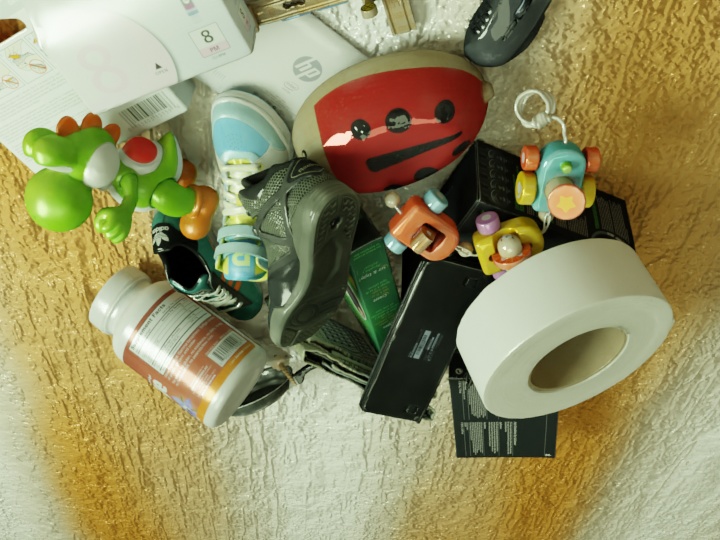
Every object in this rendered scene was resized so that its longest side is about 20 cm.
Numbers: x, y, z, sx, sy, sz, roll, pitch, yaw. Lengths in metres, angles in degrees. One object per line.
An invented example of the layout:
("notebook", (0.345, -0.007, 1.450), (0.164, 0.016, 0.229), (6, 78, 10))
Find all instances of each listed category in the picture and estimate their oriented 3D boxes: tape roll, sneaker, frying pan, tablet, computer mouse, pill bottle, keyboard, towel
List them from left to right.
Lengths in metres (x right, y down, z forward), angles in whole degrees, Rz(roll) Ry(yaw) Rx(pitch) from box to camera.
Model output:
("pill bottle", (-0.218, 0.085, 0.995), (0.199, 0.112, 0.113), (35, 138, 9))
("sneaker", (-0.180, 0.008, 0.968), (0.071, 0.081, 0.200), (-15, 136, 21))
("sneaker", (-0.111, -0.067, 0.831), (0.079, 0.132, 0.201), (2, 142, 15))
("frying pan", (-0.107, 0.146, 1.128), (0.188, 0.115, 0.031), (-25, 104, -9))
("sneaker", (-0.066, -0.023, 0.799), (0.076, 0.114, 0.201), (-20, 140, -31))
("tablet", (-0.062, -0.181, 0.793), (0.199, 0.014, 0.130), (31, 132, -28))
("towel", (-0.012, 0.094, 0.993), (0.191, 0.200, 0.035), (30, 96, -25))
("keyboard", (0.085, 0.078, 0.879), (0.126, 0.021, 0.202), (14, 118, -17))
("computer mouse", (0.150, -0.240, 0.688), (0.058, 0.034, 0.200), (21, 136, -17))
("tape roll", (0.197, 0.060, 0.816), (0.200, 0.071, 0.203), (-15, 143, -11))

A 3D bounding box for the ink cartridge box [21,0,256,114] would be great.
("ink cartridge box", (-0.198, -0.233, 0.661), (0.161, 0.058, 0.200), (-16, 140, 16))

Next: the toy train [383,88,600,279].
("toy train", (0.122, -0.057, 0.755), (0.150, 0.056, 0.200), (36, 116, -25))

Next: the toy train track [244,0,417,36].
("toy train track", (-0.017, -0.231, 0.704), (0.198, 0.033, 0.115), (-12, 134, 13))

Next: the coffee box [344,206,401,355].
("coffee box", (0.000, 0.000, 0.906), (0.044, 0.123, 0.201), (-28, 139, -8))

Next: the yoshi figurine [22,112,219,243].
("yoshi figurine", (-0.240, -0.074, 0.805), (0.111, 0.113, 0.199), (-14, 164, 34))

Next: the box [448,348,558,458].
("box", (0.192, 0.169, 1.121), (0.139, 0.079, 0.201), (0, 139, 10))

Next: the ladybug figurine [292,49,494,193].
("ladybug figurine", (0.029, -0.129, 0.778), (0.198, 0.073, 0.136), (-20, 136, 19))

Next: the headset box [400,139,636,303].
("headset box", (0.155, -0.022, 0.892), (0.198, 0.093, 0.175), (20, 136, -16))

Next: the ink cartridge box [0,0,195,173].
("ink cartridge box", (-0.286, -0.186, 0.786), (0.198, 0.044, 0.174), (-19, 133, 24))

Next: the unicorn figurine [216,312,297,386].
("unicorn figurine", (-0.179, 0.110, 1.105), (0.136, 0.075, 0.199), (27, 151, -24))
